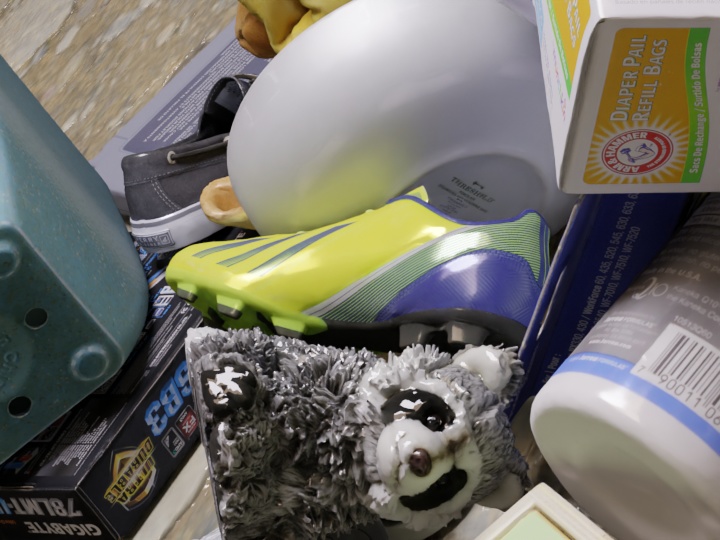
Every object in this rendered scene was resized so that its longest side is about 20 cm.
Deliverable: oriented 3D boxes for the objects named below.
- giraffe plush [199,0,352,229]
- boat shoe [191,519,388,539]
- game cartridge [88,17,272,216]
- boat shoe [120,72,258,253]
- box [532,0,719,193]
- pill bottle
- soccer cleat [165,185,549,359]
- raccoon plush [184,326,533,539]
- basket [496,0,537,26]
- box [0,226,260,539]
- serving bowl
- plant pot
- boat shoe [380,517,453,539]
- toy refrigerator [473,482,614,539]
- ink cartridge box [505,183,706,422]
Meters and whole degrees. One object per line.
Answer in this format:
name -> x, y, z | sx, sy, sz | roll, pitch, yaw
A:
giraffe plush -> -0.012, -0.090, 1.411 | 0.172, 0.200, 0.163 | -2, 56, 40
boat shoe -> -0.078, 0.157, 1.196 | 0.202, 0.074, 0.065 | -38, 31, 12
game cartridge -> -0.073, -0.103, 1.637 | 0.200, 0.041, 0.133 | -46, 25, -16
boat shoe -> -0.067, -0.077, 1.497 | 0.070, 0.066, 0.200 | -5, 21, 42
box -> 0.172, -0.103, 1.020 | 0.199, 0.102, 0.113 | -1, 53, -7
pill bottle -> 0.170, 0.020, 1.073 | 0.200, 0.114, 0.114 | -47, 29, -21
soccer cleat -> 0.001, 0.000, 1.226 | 0.200, 0.065, 0.084 | 4, 67, 34
raccoon plush -> -0.004, 0.049, 1.149 | 0.133, 0.097, 0.200 | -10, 30, -5
basket -> 0.145, -0.174, 1.228 | 0.123, 0.200, 0.136 | -31, 49, 33
box -> -0.151, 0.060, 1.457 | 0.198, 0.050, 0.200 | -6, 40, 46
serving bowl -> 0.039, -0.051, 1.277 | 0.200, 0.200, 0.066 | -30, 53, 13
plant pot -> -0.225, 0.000, 1.391 | 0.196, 0.196, 0.200 | -38, 36, -2
boat shoe -> -0.020, 0.072, 1.271 | 0.072, 0.061, 0.201 | -46, 29, -17
toy refrigerator -> 0.096, 0.156, 0.994 | 0.076, 0.070, 0.200 | -39, 28, -6
ink cartridge box -> 0.126, -0.031, 1.151 | 0.198, 0.047, 0.200 | 105, -168, -54
